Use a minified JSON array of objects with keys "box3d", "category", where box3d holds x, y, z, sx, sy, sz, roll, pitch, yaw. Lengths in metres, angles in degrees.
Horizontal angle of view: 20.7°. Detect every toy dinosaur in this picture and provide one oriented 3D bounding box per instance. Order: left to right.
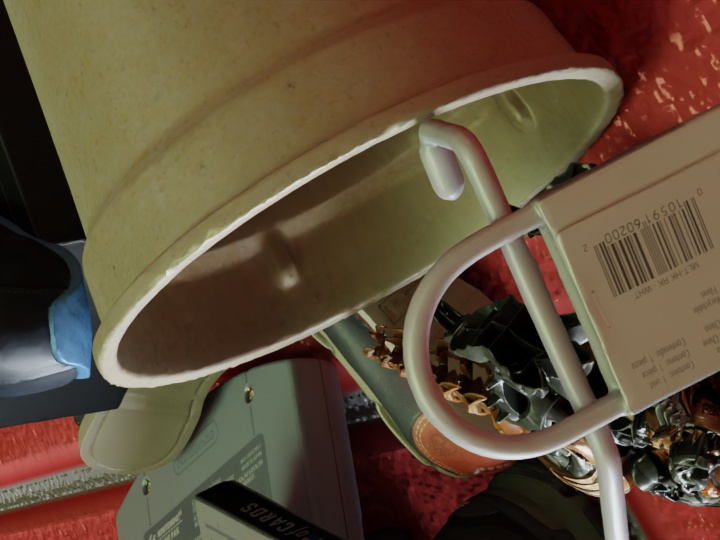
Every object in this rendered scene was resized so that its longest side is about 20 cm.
[{"box3d":[0.086,0.043,0.691,0.199,0.102,0.136,-11,135,21],"category":"toy dinosaur"}]

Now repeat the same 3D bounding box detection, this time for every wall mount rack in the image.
[{"box3d":[0.107,0.012,0.578,0.174,0.199,0.075,66,171,-11],"category":"wall mount rack"}]

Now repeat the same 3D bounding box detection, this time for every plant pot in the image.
[{"box3d":[-0.040,-0.089,0.683,0.184,0.200,0.200,61,149,13],"category":"plant pot"}]

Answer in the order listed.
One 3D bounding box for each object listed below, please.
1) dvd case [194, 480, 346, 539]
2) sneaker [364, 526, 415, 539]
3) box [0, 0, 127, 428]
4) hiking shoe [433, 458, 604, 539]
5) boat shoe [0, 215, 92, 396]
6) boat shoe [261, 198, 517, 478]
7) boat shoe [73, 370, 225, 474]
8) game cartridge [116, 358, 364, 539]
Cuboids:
[{"box3d":[-0.006,0.200,0.831,0.150,0.025,0.201,18,123,50],"category":"dvd case"},{"box3d":[-0.032,0.163,0.988,0.091,0.076,0.200,59,145,13],"category":"sneaker"},{"box3d":[-0.151,-0.053,0.866,0.201,0.079,0.141,66,148,27],"category":"box"},{"box3d":[0.089,0.181,0.806,0.200,0.100,0.076,54,159,6],"category":"hiking shoe"},{"box3d":[-0.163,0.009,0.754,0.200,0.068,0.085,-10,88,64],"category":"boat shoe"},{"box3d":[0.000,0.000,0.802,0.200,0.071,0.063,51,151,-1],"category":"boat shoe"},{"box3d":[-0.084,0.018,0.922,0.200,0.072,0.063,-54,35,41],"category":"boat shoe"},{"box3d":[-0.060,0.127,0.952,0.200,0.040,0.134,-42,53,48],"category":"game cartridge"}]
